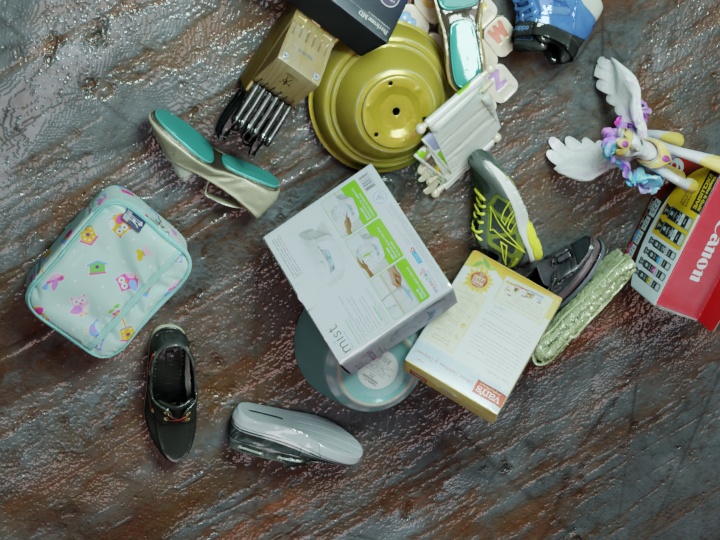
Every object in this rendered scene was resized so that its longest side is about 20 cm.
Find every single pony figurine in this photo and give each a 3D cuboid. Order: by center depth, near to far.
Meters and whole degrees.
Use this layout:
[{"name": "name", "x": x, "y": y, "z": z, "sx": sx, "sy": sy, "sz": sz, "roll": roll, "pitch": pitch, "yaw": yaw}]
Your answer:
[{"name": "pony figurine", "x": 0.367, "y": -0.173, "z": 1.450, "sx": 0.197, "sy": 0.193, "sz": 0.169, "roll": 13, "pitch": 110, "yaw": -31}]

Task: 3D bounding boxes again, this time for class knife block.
[{"name": "knife block", "x": -0.110, "y": -0.246, "z": 1.373, "sx": 0.064, "sy": 0.202, "sz": 0.175, "roll": 32, "pitch": 146, "yaw": -24}]

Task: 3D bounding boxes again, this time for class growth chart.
[{"name": "growth chart", "x": 0.126, "y": -0.172, "z": 1.413, "sx": 0.144, "sy": 0.018, "sz": 0.200, "roll": -38, "pitch": 157, "yaw": -4}]

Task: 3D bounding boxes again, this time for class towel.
[{"name": "towel", "x": 0.310, "y": 0.050, "z": 1.542, "sx": 0.036, "sy": 0.148, "sz": 0.200, "roll": 42, "pitch": 97, "yaw": 2}]

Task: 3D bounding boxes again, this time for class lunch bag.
[{"name": "lunch bag", "x": -0.318, "y": 0.004, "z": 1.398, "sx": 0.200, "sy": 0.077, "sz": 0.160, "roll": -46, "pitch": 114, "yaw": 6}]

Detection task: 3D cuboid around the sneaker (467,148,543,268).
[{"name": "sneaker", "x": 0.185, "y": -0.073, "z": 1.489, "sx": 0.084, "sy": 0.075, "sz": 0.201, "roll": -29, "pitch": 122, "yaw": 5}]

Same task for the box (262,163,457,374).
[{"name": "box", "x": 0.000, "y": 0.000, "z": 1.409, "sx": 0.175, "sy": 0.097, "sz": 0.201, "roll": -34, "pitch": 74, "yaw": 1}]

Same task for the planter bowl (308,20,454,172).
[{"name": "planter bowl", "x": 0.037, "y": -0.212, "z": 1.386, "sx": 0.197, "sy": 0.084, "sz": 0.204, "roll": -5, "pitch": 112, "yaw": -12}]

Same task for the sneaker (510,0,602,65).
[{"name": "sneaker", "x": 0.216, "y": -0.342, "z": 1.391, "sx": 0.199, "sy": 0.076, "sz": 0.112, "roll": 31, "pitch": 83, "yaw": -29}]

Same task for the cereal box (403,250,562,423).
[{"name": "cereal box", "x": 0.165, "y": 0.086, "z": 1.465, "sx": 0.143, "sy": 0.040, "sz": 0.201, "roll": 30, "pitch": 64, "yaw": 12}]

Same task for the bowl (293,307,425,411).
[{"name": "bowl", "x": 0.012, "y": 0.113, "z": 1.508, "sx": 0.197, "sy": 0.105, "sz": 0.204, "roll": -4, "pitch": 111, "yaw": -12}]

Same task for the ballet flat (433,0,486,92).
[{"name": "ballet flat", "x": 0.124, "y": -0.325, "z": 1.377, "sx": 0.067, "sy": 0.063, "sz": 0.204, "roll": -2, "pitch": 100, "yaw": 1}]

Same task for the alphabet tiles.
[{"name": "alphabet tiles", "x": 0.113, "y": -0.270, "z": 1.435, "sx": 0.200, "sy": 0.015, "sz": 0.196, "roll": -43, "pitch": 114, "yaw": 5}]

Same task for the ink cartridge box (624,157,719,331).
[{"name": "ink cartridge box", "x": 0.467, "y": -0.043, "z": 1.521, "sx": 0.083, "sy": 0.176, "sz": 0.203, "roll": 18, "pitch": 105, "yaw": -19}]

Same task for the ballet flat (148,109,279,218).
[{"name": "ballet flat", "x": -0.196, "y": -0.129, "z": 1.389, "sx": 0.198, "sy": 0.070, "sz": 0.070, "roll": 31, "pitch": 101, "yaw": -22}]

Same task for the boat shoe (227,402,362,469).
[{"name": "boat shoe", "x": -0.096, "y": 0.247, "z": 1.560, "sx": 0.197, "sy": 0.072, "sz": 0.072, "roll": 20, "pitch": 114, "yaw": -9}]

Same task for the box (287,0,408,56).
[{"name": "box", "x": -0.031, "y": -0.377, "z": 1.297, "sx": 0.199, "sy": 0.079, "sz": 0.143, "roll": 32, "pitch": 76, "yaw": -23}]

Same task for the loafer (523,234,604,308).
[{"name": "loafer", "x": 0.258, "y": 0.021, "z": 1.533, "sx": 0.062, "sy": 0.072, "sz": 0.200, "roll": 31, "pitch": 119, "yaw": -21}]

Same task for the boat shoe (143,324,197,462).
[{"name": "boat shoe", "x": -0.260, "y": 0.178, "z": 1.490, "sx": 0.072, "sy": 0.063, "sz": 0.205, "roll": -4, "pitch": 113, "yaw": -15}]
